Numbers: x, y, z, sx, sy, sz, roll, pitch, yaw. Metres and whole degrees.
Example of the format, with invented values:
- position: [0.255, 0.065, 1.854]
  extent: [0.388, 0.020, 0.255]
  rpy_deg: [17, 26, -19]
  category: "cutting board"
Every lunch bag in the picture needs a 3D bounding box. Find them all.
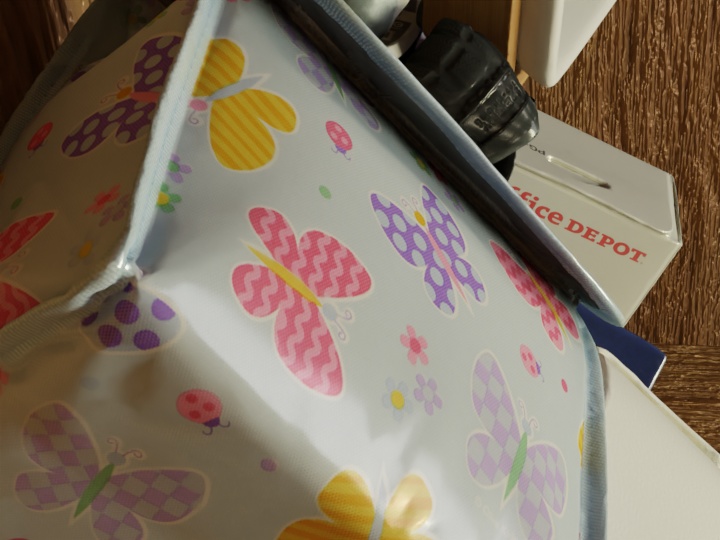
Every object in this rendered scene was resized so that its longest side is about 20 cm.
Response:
- position: [-0.017, 0.006, 0.425]
  extent: [0.170, 0.127, 0.201]
  rpy_deg: [44, 31, -23]
  category: "lunch bag"

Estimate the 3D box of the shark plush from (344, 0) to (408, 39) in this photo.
- position: [-0.020, -0.145, 0.680]
  extent: [0.083, 0.090, 0.202]
  rpy_deg: [-5, 111, -42]
  category: "shark plush"

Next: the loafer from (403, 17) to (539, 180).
- position: [0.038, -0.057, 0.752]
  extent: [0.068, 0.070, 0.201]
  rpy_deg: [-49, 179, -13]
  category: "loafer"

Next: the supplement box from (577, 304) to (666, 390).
- position: [0.072, 0.061, 0.860]
  extent: [0.110, 0.108, 0.200]
  rpy_deg: [-61, -175, -2]
  category: "supplement box"

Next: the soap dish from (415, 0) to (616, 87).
- position: [0.098, -0.201, 0.766]
  extent: [0.201, 0.081, 0.158]
  rpy_deg: [-55, 156, -39]
  category: "soap dish"

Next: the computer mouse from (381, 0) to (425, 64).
- position: [0.011, -0.155, 0.888]
  extent: [0.201, 0.109, 0.044]
  rpy_deg: [-61, 163, -48]
  category: "computer mouse"

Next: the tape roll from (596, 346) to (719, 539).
- position: [0.037, 0.123, 0.521]
  extent: [0.203, 0.071, 0.202]
  rpy_deg: [-48, -176, 5]
  category: "tape roll"

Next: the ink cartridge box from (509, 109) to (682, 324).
- position: [0.098, 0.001, 1.022]
  extent: [0.084, 0.144, 0.201]
  rpy_deg: [-77, -166, -54]
  category: "ink cartridge box"
